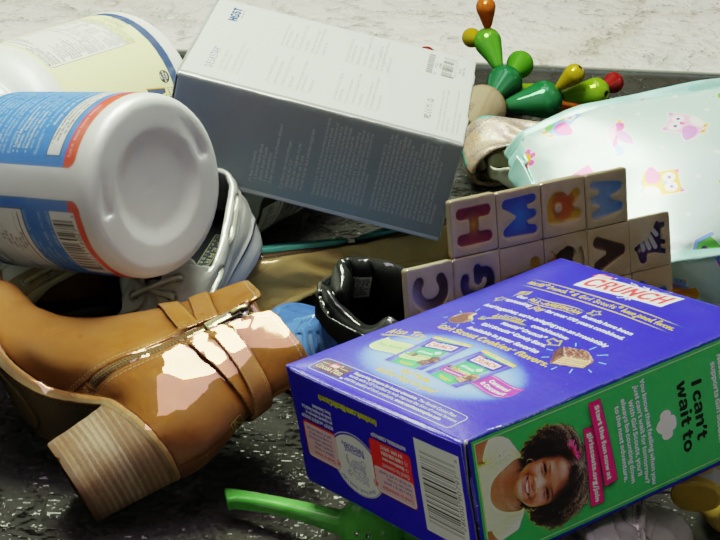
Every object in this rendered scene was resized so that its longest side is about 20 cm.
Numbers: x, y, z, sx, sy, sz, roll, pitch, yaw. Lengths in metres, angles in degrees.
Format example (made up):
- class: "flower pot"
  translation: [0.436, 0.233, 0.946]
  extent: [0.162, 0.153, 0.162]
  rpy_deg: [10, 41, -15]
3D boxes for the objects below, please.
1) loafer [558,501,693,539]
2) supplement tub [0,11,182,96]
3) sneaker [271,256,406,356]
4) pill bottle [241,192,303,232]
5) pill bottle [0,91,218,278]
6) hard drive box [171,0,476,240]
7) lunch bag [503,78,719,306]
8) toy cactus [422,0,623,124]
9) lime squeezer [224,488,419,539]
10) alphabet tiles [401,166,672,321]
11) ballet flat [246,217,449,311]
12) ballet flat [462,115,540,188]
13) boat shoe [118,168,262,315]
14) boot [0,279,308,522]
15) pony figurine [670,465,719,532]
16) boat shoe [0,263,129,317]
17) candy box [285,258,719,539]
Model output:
- class: "loafer"
  translation: [0.140, 0.146, 0.915]
  extent: [0.069, 0.071, 0.200]
  rpy_deg: [-10, 24, -2]
- class: "supplement tub"
  translation: [-0.239, -0.112, 1.376]
  extent: [0.144, 0.146, 0.199]
  rpy_deg: [17, 27, 30]
- class: "sneaker"
  translation: [-0.005, 0.033, 1.107]
  extent: [0.076, 0.112, 0.200]
  rpy_deg: [-8, 25, -22]
- class: "pill bottle"
  translation: [-0.104, -0.076, 1.348]
  extent: [0.110, 0.112, 0.200]
  rpy_deg: [14, 25, 26]
- class: "pill bottle"
  translation: [-0.193, -0.057, 1.118]
  extent: [0.199, 0.113, 0.112]
  rpy_deg: [6, 20, 41]
- class: "hard drive box"
  translation: [-0.026, -0.110, 1.244]
  extent: [0.198, 0.077, 0.156]
  rpy_deg: [15, 28, 0]
- class: "lunch bag"
  translation: [0.209, -0.035, 1.210]
  extent: [0.198, 0.123, 0.171]
  rpy_deg: [-7, 51, -11]
- class: "toy cactus"
  translation: [0.130, -0.170, 1.635]
  extent: [0.198, 0.103, 0.165]
  rpy_deg: [20, 38, 17]
- class: "lime squeezer"
  translation: [0.027, 0.129, 0.979]
  extent: [0.198, 0.038, 0.071]
  rpy_deg: [-11, 13, -6]
- class: "alphabet tiles"
  translation: [0.111, 0.030, 1.059]
  extent: [0.198, 0.168, 0.006]
  rpy_deg: [-12, 15, -31]
- class: "ballet flat"
  translation: [0.000, 0.000, 1.247]
  extent: [0.198, 0.064, 0.069]
  rpy_deg: [-11, 3, -17]
- class: "ballet flat"
  translation: [0.181, -0.088, 1.484]
  extent: [0.198, 0.069, 0.068]
  rpy_deg: [1, 42, 10]
- class: "boat shoe"
  translation: [-0.119, 0.015, 1.129]
  extent: [0.071, 0.066, 0.201]
  rpy_deg: [8, 46, 26]
- class: "boot"
  translation: [-0.133, 0.041, 1.044]
  extent: [0.155, 0.077, 0.200]
  rpy_deg: [-33, 44, -14]
- class: "pony figurine"
  translation: [0.277, 0.078, 1.017]
  extent: [0.191, 0.168, 0.201]
  rpy_deg: [2, 38, 18]
- class: "boat shoe"
  translation: [-0.164, 0.008, 1.211]
  extent: [0.198, 0.075, 0.068]
  rpy_deg: [-13, 36, -22]
- class: "candy box"
  translation: [0.089, 0.069, 0.946]
  extent: [0.199, 0.078, 0.169]
  rpy_deg: [-20, 21, -28]
